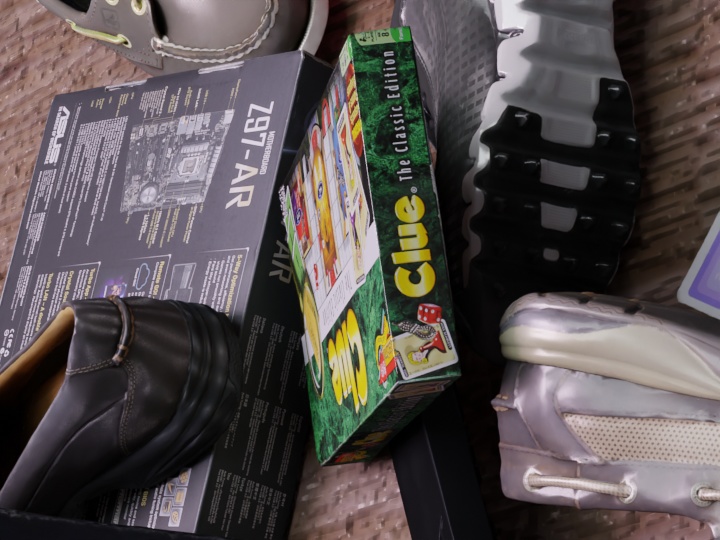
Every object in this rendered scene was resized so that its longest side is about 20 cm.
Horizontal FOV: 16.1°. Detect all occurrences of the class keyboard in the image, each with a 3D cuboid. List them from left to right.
[{"bbox_3d":[0.018,0.018,0.849,0.127,0.021,0.200,94,165,-53],"label":"keyboard"}]

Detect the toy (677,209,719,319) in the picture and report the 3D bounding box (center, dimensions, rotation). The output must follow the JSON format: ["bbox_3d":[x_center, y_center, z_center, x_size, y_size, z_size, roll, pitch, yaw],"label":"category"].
[{"bbox_3d":[0.170,-0.066,0.753,0.115,0.047,0.200,26,92,44],"label":"toy"}]

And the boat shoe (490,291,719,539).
[{"bbox_3d":[0.128,0.058,0.706,0.200,0.074,0.073,14,96,31],"label":"boat shoe"}]

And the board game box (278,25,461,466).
[{"bbox_3d":[0.000,0.000,0.817,0.200,0.023,0.105,122,138,-76],"label":"board game box"}]

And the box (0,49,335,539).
[{"bbox_3d":[-0.081,0.021,0.988,0.160,0.044,0.200,-6,66,46],"label":"box"}]

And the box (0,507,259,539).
[{"bbox_3d":[-0.060,0.182,0.729,0.117,0.200,0.197,-31,54,57],"label":"box"}]

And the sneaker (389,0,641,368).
[{"bbox_3d":[0.049,-0.060,0.877,0.090,0.066,0.200,-21,62,58],"label":"sneaker"}]

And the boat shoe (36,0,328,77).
[{"bbox_3d":[-0.089,-0.120,1.057,0.202,0.060,0.072,26,90,51],"label":"boat shoe"}]

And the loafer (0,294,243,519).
[{"bbox_3d":[-0.133,0.068,0.929,0.200,0.072,0.073,-42,46,26],"label":"loafer"}]
